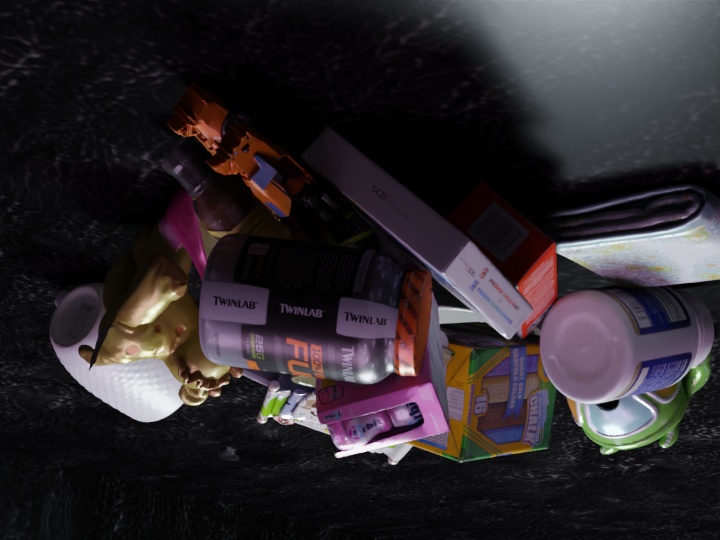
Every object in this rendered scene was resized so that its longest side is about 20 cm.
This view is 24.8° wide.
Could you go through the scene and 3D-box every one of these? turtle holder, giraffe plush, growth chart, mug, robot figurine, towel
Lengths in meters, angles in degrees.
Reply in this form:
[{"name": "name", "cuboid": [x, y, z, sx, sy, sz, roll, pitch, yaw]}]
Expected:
[{"name": "turtle holder", "cuboid": [0.338, 0.143, 2.014, 0.184, 0.142, 0.132, 5, 148, 41]}, {"name": "giraffe plush", "cuboid": [-0.200, 0.061, 1.824, 0.161, 0.201, 0.172, 30, 153, -21]}, {"name": "growth chart", "cuboid": [-0.026, 0.178, 1.942, 0.198, 0.018, 0.145, 18, 154, 3]}, {"name": "mug", "cuboid": [-0.327, 0.085, 2.138, 0.200, 0.148, 0.175, 33, 176, 44]}, {"name": "robot figurine", "cuboid": [-0.086, -0.089, 1.493, 0.145, 0.058, 0.200, 44, -178, 40]}, {"name": "towel", "cuboid": [0.298, -0.031, 1.625, 0.199, 0.049, 0.171, -7, 161, 40]}]

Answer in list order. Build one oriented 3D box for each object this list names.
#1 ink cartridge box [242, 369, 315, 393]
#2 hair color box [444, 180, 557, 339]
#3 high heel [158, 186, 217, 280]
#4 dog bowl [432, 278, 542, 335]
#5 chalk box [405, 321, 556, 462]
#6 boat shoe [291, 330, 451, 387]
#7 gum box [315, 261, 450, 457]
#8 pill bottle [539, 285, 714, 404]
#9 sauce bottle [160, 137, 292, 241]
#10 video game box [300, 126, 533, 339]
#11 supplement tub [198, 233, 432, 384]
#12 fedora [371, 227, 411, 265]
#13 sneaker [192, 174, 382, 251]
[{"name": "ink cartridge box", "cuboid": [-0.070, 0.127, 2.035, 0.199, 0.044, 0.174, 26, -176, -10]}, {"name": "hair color box", "cuboid": [0.145, -0.007, 1.665, 0.101, 0.061, 0.200, 42, 171, 17]}, {"name": "high heel", "cuboid": [-0.129, -0.005, 1.723, 0.200, 0.067, 0.096, 51, 148, 2]}, {"name": "dog bowl", "cuboid": [0.120, 0.044, 1.918, 0.198, 0.059, 0.200, 6, 163, 2]}, {"name": "chalk box", "cuboid": [0.135, 0.127, 1.788, 0.124, 0.125, 0.199, 13, -172, 43]}, {"name": "boat shoe", "cuboid": [0.008, 0.075, 1.717, 0.199, 0.069, 0.075, -10, 157, 36]}, {"name": "gum box", "cuboid": [0.020, 0.087, 1.580, 0.113, 0.201, 0.066, -16, 125, 10]}, {"name": "pill bottle", "cuboid": [0.296, 0.074, 1.775, 0.119, 0.121, 0.199, -8, 178, 42]}, {"name": "sauce bottle", "cuboid": [-0.111, -0.045, 1.586, 0.200, 0.065, 0.065, 47, 154, -7]}, {"name": "video game box", "cuboid": [0.054, -0.034, 1.529, 0.200, 0.047, 0.182, 40, -178, 32]}, {"name": "supplement tub", "cuboid": [-0.039, 0.036, 1.491, 0.198, 0.124, 0.123, 7, 163, 10]}, {"name": "fedora", "cuboid": [0.000, 0.000, 1.770, 0.175, 0.091, 0.200, 9, 172, 4]}, {"name": "sneaker", "cuboid": [-0.068, -0.054, 1.655, 0.199, 0.076, 0.076, 23, -170, 5]}]
